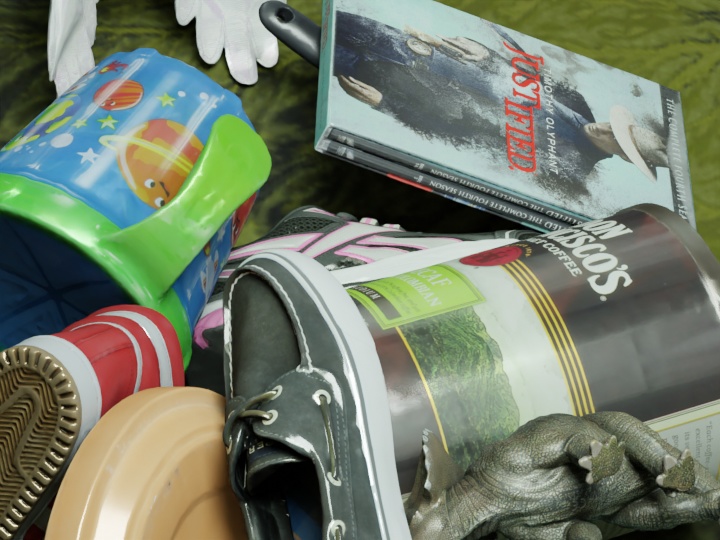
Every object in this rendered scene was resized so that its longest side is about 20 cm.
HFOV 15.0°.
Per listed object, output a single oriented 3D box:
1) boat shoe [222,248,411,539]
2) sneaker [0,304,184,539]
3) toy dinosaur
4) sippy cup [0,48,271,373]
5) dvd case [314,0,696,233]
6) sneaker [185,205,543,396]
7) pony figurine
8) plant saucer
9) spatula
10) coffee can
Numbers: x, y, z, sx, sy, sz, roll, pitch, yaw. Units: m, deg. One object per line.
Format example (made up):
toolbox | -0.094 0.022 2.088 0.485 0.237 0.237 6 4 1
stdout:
boat shoe | -0.024 0.077 1.107 0.057 0.069 0.201 10 53 -44
sneaker | -0.148 0.091 1.182 0.071 0.200 0.112 48 33 9
toy dinosaur | 0.096 0.084 1.131 0.199 0.077 0.102 -13 21 -27
sippy cup | -0.113 -0.027 1.254 0.177 0.140 0.130 15 52 26
dvd case | 0.073 -0.076 1.372 0.199 0.022 0.146 20 36 -13
sneaker | 0.000 0.000 1.322 0.199 0.080 0.086 -6 44 -21
pony figurine | -0.128 -0.189 1.381 0.200 0.194 0.166 22 31 35
plant saucer | -0.067 0.148 1.130 0.032 0.201 0.201 -3 48 26
spatula | 0.032 -0.080 1.391 0.200 0.021 0.057 31 53 -1
coffee can | 0.061 0.064 1.239 0.199 0.147 0.147 -15 58 -20
